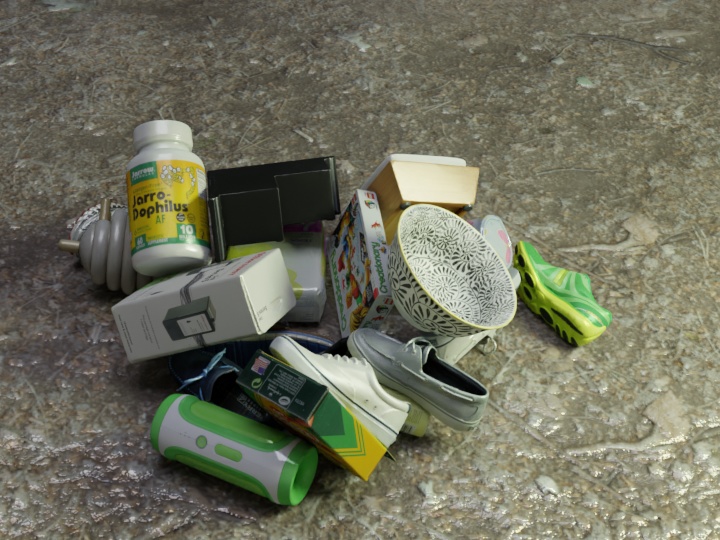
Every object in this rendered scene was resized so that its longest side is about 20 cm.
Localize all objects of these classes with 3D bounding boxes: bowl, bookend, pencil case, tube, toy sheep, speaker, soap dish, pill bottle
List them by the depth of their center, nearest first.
[{"bbox_3d":[-0.155,0.217,1.394,0.198,0.089,0.089,18,39,20],"label":"speaker"},{"bbox_3d":[-0.006,0.160,1.467,0.198,0.052,0.059,17,75,-5],"label":"tube"},{"bbox_3d":[0.102,0.019,1.513,0.199,0.094,0.202,27,39,-24],"label":"bowl"},{"bbox_3d":[-0.270,-0.101,1.600,0.111,0.113,0.202,-4,75,-9],"label":"pill bottle"},{"bbox_3d":[-0.118,-0.092,1.639,0.198,0.093,0.199,-8,17,-7],"label":"bookend"},{"bbox_3d":[0.121,-0.016,1.655,0.199,0.083,0.091,-18,40,33],"label":"pencil case"},{"bbox_3d":[-0.342,-0.031,1.679,0.198,0.139,0.138,4,36,-6],"label":"toy sheep"},{"bbox_3d":[0.070,-0.089,1.720,0.156,0.200,0.082,1,60,-30],"label":"soap dish"}]

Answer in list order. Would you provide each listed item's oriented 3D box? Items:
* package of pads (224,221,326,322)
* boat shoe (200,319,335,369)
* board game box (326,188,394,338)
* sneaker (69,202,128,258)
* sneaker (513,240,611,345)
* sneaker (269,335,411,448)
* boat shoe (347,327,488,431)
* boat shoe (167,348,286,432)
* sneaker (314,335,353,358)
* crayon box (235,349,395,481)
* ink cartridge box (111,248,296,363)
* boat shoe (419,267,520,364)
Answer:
[{"bbox_3d":[-0.126,-0.003,1.707,0.153,0.069,0.201,1,37,-1],"label":"package of pads"},{"bbox_3d":[-0.125,0.096,1.568,0.198,0.073,0.073,4,32,4],"label":"boat shoe"},{"bbox_3d":[0.000,0.000,1.626,0.034,0.127,0.201,9,46,-22],"label":"board game box"},{"bbox_3d":[-0.356,-0.064,1.766,0.199,0.078,0.082,-22,43,-29],"label":"sneaker"},{"bbox_3d":[0.294,0.031,1.688,0.083,0.075,0.200,-19,51,-24],"label":"sneaker"},{"bbox_3d":[-0.024,0.134,1.409,0.071,0.200,0.073,-54,17,-14],"label":"sneaker"},{"bbox_3d":[0.077,0.121,1.452,0.200,0.072,0.070,33,32,12],"label":"boat shoe"},{"bbox_3d":[-0.173,0.146,1.480,0.199,0.069,0.085,23,72,26],"label":"boat shoe"},{"bbox_3d":[0.002,0.131,1.514,0.198,0.091,0.079,-10,38,-17],"label":"sneaker"},{"bbox_3d":[-0.050,0.183,1.377,0.126,0.200,0.051,23,71,39],"label":"crayon box"},{"bbox_3d":[-0.204,0.045,1.519,0.198,0.085,0.145,-13,12,20],"label":"ink cartridge box"},{"bbox_3d":[0.166,0.076,1.611,0.074,0.087,0.202,3,32,43],"label":"boat shoe"}]
